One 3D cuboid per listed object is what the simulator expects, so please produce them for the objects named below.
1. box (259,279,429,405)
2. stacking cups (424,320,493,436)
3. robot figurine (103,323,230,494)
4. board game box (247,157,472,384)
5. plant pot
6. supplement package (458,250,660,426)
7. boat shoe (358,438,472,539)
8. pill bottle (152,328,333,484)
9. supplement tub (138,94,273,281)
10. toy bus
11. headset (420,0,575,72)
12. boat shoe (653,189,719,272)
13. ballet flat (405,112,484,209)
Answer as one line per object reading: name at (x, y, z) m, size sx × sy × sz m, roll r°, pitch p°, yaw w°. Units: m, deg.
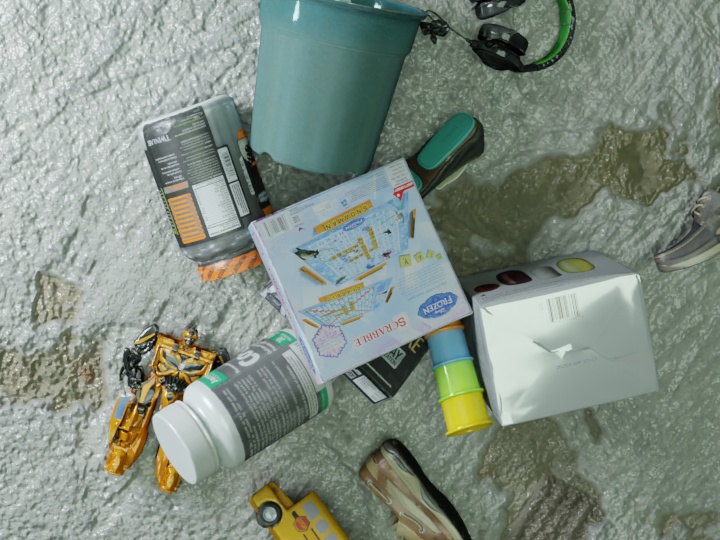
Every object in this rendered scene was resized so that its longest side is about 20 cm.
box at (0.000, 0.037, 1.558) m, size 0.200 × 0.050 × 0.158 m, roll 45°, pitch 58°, yaw -9°
stacking cups at (0.103, 0.094, 1.533) m, size 0.060 × 0.061 × 0.202 m, roll -15°, pitch 78°, yaw -2°
robot figurine at (-0.239, 0.167, 1.595) m, size 0.144 × 0.058 × 0.201 m, roll 19°, pitch 97°, yaw -9°
board game box at (0.000, 0.000, 1.485) m, size 0.199 × 0.041 × 0.201 m, roll -23°, pitch 88°, yaw -14°
plant pot at (-0.041, -0.224, 1.493) m, size 0.198 × 0.200 × 0.198 m, roll 12°, pitch 106°, yaw -6°
supplement package at (0.229, 0.075, 1.544) m, size 0.190 × 0.200 × 0.148 m, roll -12°, pitch 99°, yaw -3°
boat shoe at (0.073, 0.310, 1.638) m, size 0.074 × 0.076 × 0.201 m, roll -37°, pitch 91°, yaw 7°
pill bottle at (-0.140, 0.163, 1.540) m, size 0.199 × 0.113 × 0.114 m, roll -31°, pitch 101°, yaw -26°
supplement tub at (-0.177, -0.097, 1.528) m, size 0.122 × 0.123 × 0.202 m, roll -19°, pitch 100°, yaw -1°
toy bus at (-0.056, 0.348, 1.614) m, size 0.078 × 0.065 × 0.201 m, roll -35°, pitch 83°, yaw -14°
headset at (0.169, -0.297, 1.536) m, size 0.198 × 0.094 × 0.125 m, roll -7°, pitch 99°, yaw -15°
boat shoe at (0.446, -0.066, 1.610) m, size 0.199 × 0.074 × 0.074 m, roll -30°, pitch 90°, yaw -8°
ballet flat at (0.075, -0.109, 1.569) m, size 0.199 × 0.068 × 0.069 m, roll -36°, pitch 139°, yaw -4°
